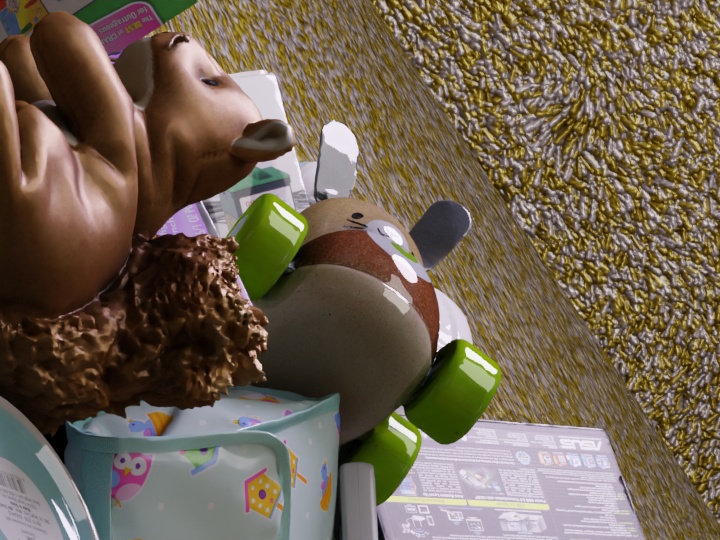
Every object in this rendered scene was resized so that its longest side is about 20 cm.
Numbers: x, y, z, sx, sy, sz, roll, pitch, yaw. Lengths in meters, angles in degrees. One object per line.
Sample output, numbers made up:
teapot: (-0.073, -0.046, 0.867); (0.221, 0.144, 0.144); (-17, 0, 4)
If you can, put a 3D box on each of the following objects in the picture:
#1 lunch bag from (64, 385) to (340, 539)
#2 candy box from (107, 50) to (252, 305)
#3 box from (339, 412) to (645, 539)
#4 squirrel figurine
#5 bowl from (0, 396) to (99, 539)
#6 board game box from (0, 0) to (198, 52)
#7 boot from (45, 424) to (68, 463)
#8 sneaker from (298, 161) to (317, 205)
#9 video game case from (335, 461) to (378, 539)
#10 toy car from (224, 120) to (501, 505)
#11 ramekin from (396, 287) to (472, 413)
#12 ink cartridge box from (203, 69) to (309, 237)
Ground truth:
lunch bag: (-0.087, 0.150, 1.160); (0.200, 0.121, 0.172); (-12, 106, -70)
candy box: (-0.180, -0.014, 1.161); (0.199, 0.072, 0.169); (-13, 67, -37)
box: (0.085, 0.168, 1.394); (0.199, 0.044, 0.161); (6, 49, -30)
squirrel figurine: (-0.119, -0.024, 1.081); (0.186, 0.141, 0.201); (-18, 86, -43)
bowl: (-0.184, 0.123, 0.981); (0.201, 0.105, 0.201); (54, 13, -18)
board game box: (-0.202, -0.166, 1.378); (0.040, 0.199, 0.154); (48, 16, -41)
boot: (-0.168, 0.058, 1.252); (0.200, 0.073, 0.076); (49, 29, -31)
sneaker: (-0.099, -0.025, 1.517); (0.082, 0.200, 0.074); (52, 35, 4)
video game case: (-0.008, 0.233, 1.265); (0.183, 0.022, 0.201); (105, -16, -63)
toy car: (0.000, 0.000, 1.306); (0.164, 0.158, 0.201); (37, 45, -10)
ramekin: (-0.026, 0.076, 1.539); (0.094, 0.202, 0.203); (38, 21, -30)
ink cartridge box: (-0.097, -0.006, 1.414); (0.084, 0.146, 0.201); (-9, 79, -39)
